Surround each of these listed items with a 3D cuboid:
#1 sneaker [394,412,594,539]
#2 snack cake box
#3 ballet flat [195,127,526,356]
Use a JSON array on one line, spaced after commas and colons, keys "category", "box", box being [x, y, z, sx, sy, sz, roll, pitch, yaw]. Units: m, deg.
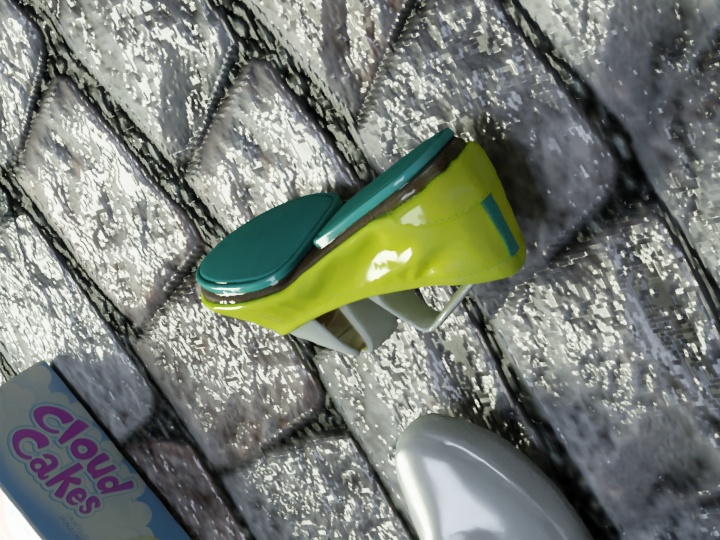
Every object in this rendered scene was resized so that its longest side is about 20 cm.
[{"category": "sneaker", "box": [0.060, 0.157, 1.065, 0.200, 0.088, 0.075, 60, 150, -4]}, {"category": "snack cake box", "box": [-0.141, 0.161, 1.368, 0.200, 0.067, 0.115, 49, 150, 13]}, {"category": "ballet flat", "box": [0.000, 0.000, 1.036, 0.067, 0.067, 0.200, 48, 149, -12]}]
